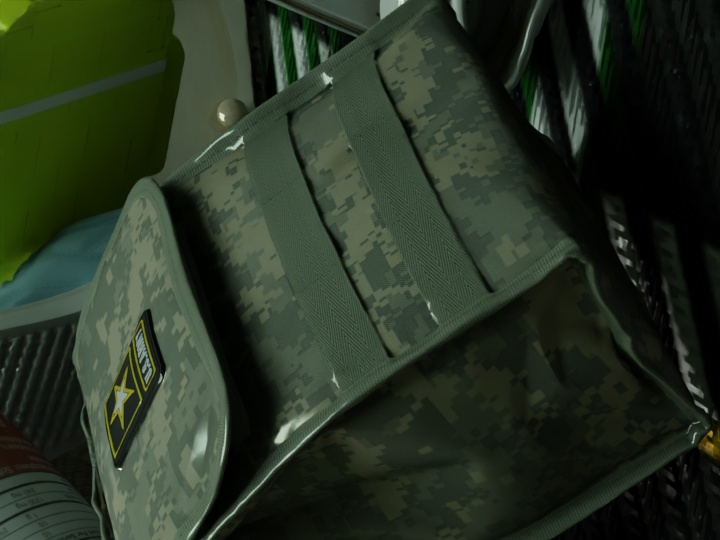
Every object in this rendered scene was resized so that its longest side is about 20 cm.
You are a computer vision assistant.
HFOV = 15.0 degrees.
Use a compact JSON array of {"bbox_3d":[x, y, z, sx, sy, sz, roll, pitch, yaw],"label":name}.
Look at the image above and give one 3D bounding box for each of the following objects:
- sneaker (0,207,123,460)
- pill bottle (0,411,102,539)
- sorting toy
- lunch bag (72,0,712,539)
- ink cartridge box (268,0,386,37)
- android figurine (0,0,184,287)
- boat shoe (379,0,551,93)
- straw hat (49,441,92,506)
[{"bbox_3d":[-0.128,0.024,1.168,0.082,0.200,0.074,47,157,56],"label":"sneaker"},{"bbox_3d":[-0.138,0.134,1.041,0.200,0.112,0.112,43,134,26],"label":"pill bottle"},{"bbox_3d":[-0.099,-0.034,1.368,0.180,0.107,0.200,90,174,-63],"label":"sorting toy"},{"bbox_3d":[-0.012,0.029,0.912,0.200,0.118,0.164,-34,37,9],"label":"lunch bag"},{"bbox_3d":[-0.014,-0.178,1.097,0.145,0.083,0.200,-68,22,5],"label":"ink cartridge box"},{"bbox_3d":[-0.142,-0.060,1.175,0.041,0.182,0.200,30,125,29],"label":"android figurine"},{"bbox_3d":[0.058,-0.155,0.963,0.069,0.071,0.200,-133,46,-56],"label":"boat shoe"},{"bbox_3d":[-0.067,0.144,1.203,0.201,0.085,0.202,-18,-90,-83],"label":"straw hat"}]
